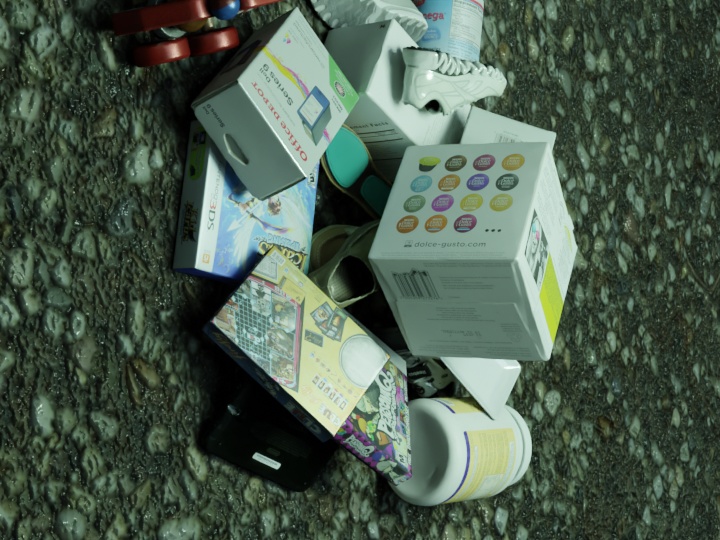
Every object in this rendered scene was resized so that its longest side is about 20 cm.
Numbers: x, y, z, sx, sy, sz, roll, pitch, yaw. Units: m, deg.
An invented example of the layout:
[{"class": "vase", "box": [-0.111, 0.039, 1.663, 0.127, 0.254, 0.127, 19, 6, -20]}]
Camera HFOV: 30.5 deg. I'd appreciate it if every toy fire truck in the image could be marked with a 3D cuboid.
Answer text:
[{"class": "toy fire truck", "box": [-0.175, -0.304, 1.500, 0.199, 0.166, 0.114, -25, 107, -47]}]

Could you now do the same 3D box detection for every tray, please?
[{"class": "tray", "box": [0.143, 0.106, 1.842, 0.200, 0.022, 0.108, 49, 49, -18]}]

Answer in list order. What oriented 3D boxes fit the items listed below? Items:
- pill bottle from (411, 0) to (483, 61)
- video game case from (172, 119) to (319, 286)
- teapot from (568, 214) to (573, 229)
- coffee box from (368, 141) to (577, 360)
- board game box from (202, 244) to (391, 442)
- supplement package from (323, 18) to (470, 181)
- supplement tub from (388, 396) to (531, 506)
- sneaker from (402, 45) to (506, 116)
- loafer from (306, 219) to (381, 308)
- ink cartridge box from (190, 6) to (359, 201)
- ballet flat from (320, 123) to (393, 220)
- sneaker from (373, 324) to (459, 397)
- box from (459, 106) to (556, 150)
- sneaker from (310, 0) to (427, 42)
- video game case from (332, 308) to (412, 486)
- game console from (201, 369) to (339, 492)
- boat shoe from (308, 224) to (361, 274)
[{"class": "pill bottle", "box": [0.121, -0.346, 1.899, 0.108, 0.108, 0.203, 16, 76, -48]}, {"class": "video game case", "box": [-0.136, -0.072, 1.633, 0.199, 0.045, 0.184, 16, 78, -49]}, {"class": "teapot", "box": [0.217, -0.006, 1.974, 0.196, 0.145, 0.203, 19, 75, -47]}, {"class": "coffee box", "box": [0.151, -0.025, 1.697, 0.201, 0.197, 0.199, 64, 36, -44]}, {"class": "board game box", "box": [-0.075, 0.087, 1.580, 0.200, 0.035, 0.136, 44, 57, -7]}, {"class": "supplement package", "box": [0.038, -0.226, 1.787, 0.200, 0.119, 0.122, 42, 59, -41]}, {"class": "supplement tub", "box": [0.138, 0.253, 1.871, 0.199, 0.144, 0.148, 5, 85, -49]}, {"class": "sneaker", "box": [0.120, -0.244, 1.749, 0.199, 0.075, 0.082, 2, 100, -48]}, {"class": "loafer", "box": [0.000, 0.000, 1.691, 0.200, 0.067, 0.077, -43, 113, -34]}, {"class": "ink cartridge box", "box": [-0.099, -0.202, 1.599, 0.146, 0.087, 0.201, 54, 38, -19]}, {"class": "ballet flat", "box": [-0.012, -0.130, 1.771, 0.069, 0.063, 0.200, -48, 132, -10]}, {"class": "sneaker", "box": [0.088, 0.130, 1.869, 0.199, 0.073, 0.090, 24, 69, -46]}, {"class": "box", "box": [0.181, -0.112, 1.832, 0.201, 0.123, 0.098, 104, 5, -55]}, {"class": "sneaker", "box": [0.000, -0.368, 1.806, 0.199, 0.075, 0.083, 17, 40, -43]}, {"class": "video game case", "box": [-0.002, 0.152, 1.713, 0.181, 0.036, 0.201, 41, 31, -32]}, {"class": "game console", "box": [-0.110, 0.159, 1.677, 0.199, 0.116, 0.177, 33, 94, -43]}, {"class": "boat shoe", "box": [0.005, -0.030, 1.782, 0.199, 0.066, 0.075, -16, 100, -49]}]
